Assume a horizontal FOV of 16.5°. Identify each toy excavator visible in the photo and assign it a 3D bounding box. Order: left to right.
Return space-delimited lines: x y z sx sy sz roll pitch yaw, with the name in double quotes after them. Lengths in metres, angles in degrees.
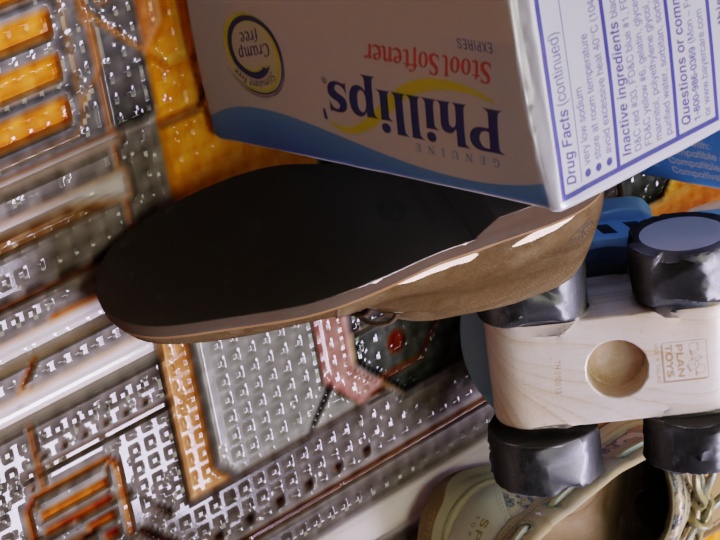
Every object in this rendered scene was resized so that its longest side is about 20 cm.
0.139 0.001 1.080 0.193 0.200 0.101 -7 112 4 "toy excavator"

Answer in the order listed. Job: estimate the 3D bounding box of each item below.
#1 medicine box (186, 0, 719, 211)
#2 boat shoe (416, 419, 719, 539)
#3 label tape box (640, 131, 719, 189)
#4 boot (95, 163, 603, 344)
0.065 -0.113 0.918 0.199 0.182 0.104 -26 117 -37 "medicine box"
0.113 0.112 1.100 0.199 0.062 0.074 -13 108 -41 "boat shoe"
0.161 -0.069 1.044 0.199 0.143 0.067 -15 110 -40 "label tape box"
0.000 0.000 0.936 0.199 0.074 0.076 -15 141 -11 "boot"
